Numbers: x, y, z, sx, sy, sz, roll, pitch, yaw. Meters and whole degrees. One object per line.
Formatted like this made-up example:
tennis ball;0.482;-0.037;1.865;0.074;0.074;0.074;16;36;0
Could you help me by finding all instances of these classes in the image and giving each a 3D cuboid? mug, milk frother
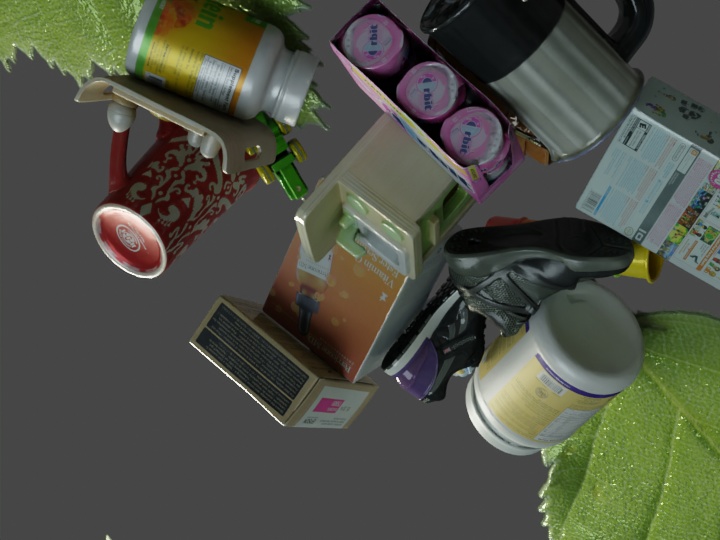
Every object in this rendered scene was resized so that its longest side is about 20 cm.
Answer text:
mug;-0.244;-0.106;1.531;0.177;0.200;0.134;36;139;0
milk frother;0.181;-0.205;1.118;0.188;0.200;0.180;40;110;-19

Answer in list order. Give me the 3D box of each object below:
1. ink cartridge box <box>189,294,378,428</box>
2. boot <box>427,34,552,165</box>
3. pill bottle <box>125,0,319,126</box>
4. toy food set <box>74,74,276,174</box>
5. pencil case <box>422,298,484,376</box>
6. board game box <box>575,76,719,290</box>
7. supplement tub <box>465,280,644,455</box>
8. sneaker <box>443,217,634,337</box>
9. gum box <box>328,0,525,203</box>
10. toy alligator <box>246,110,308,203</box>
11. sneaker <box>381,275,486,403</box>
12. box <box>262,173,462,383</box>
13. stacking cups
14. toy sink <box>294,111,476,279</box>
ink cartridge box;-0.089;0.113;1.515;0.164;0.200;0.075;39;96;22
boot;0.145;-0.196;1.267;0.155;0.077;0.201;30;144;17
pill bottle;-0.152;-0.236;1.402;0.199;0.112;0.111;21;139;-6
toy food set;-0.204;-0.164;1.416;0.199;0.143;0.061;27;107;13
pencil case;0.057;0.077;1.579;0.199;0.083;0.091;7;118;31
board game box;0.338;-0.079;1.261;0.199;0.064;0.148;32;139;8
supplement tub;0.220;0.116;1.457;0.145;0.146;0.200;36;139;0
sneaker;0.195;0.008;1.346;0.198;0.076;0.115;-6;127;14
gum box;0.070;-0.159;1.208;0.200;0.066;0.113;46;-179;18
toy alligator;-0.095;-0.129;1.523;0.201;0.059;0.054;60;173;-24
sneaker;0.119;0.065;1.471;0.087;0.200;0.076;41;180;-10
box;0.000;0.000;1.472;0.152;0.106;0.201;36;122;18
stacking cups;0.230;-0.031;1.382;0.199;0.061;0.061;10;132;28
toy sink;0.042;-0.074;1.314;0.112;0.200;0.131;38;165;17
